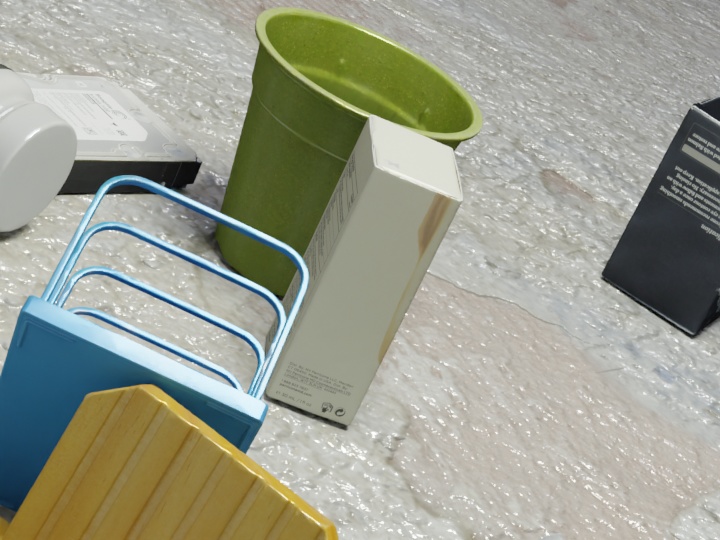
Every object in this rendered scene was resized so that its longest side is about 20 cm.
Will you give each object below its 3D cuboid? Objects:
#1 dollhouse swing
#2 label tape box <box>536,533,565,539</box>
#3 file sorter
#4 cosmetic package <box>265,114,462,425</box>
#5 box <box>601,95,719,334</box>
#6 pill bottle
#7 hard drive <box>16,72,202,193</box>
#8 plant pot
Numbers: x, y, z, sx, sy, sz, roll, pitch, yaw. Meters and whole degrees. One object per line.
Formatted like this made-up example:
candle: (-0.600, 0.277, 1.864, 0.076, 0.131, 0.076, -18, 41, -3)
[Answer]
dollhouse swing: (-0.136, 0.178, 0.901, 0.200, 0.176, 0.182, 36, 25, 18)
label tape box: (0.087, 0.250, 1.043, 0.143, 0.064, 0.200, -16, 35, -9)
file sorter: (-0.127, 0.062, 1.073, 0.138, 0.200, 0.123, 24, 51, -4)
cosmetic package: (0.000, 0.000, 1.367, 0.071, 0.201, 0.105, 21, 25, -12)
box: (0.363, -0.065, 1.869, 0.117, 0.201, 0.196, 34, 25, 18)
pill bottle: (-0.318, -0.120, 1.393, 0.200, 0.114, 0.114, 35, 25, 17)
hard drive: (-0.246, -0.117, 1.555, 0.199, 0.038, 0.140, -2, 37, -49)
plant pot: (-0.029, -0.081, 1.515, 0.199, 0.191, 0.200, 21, 24, -10)
